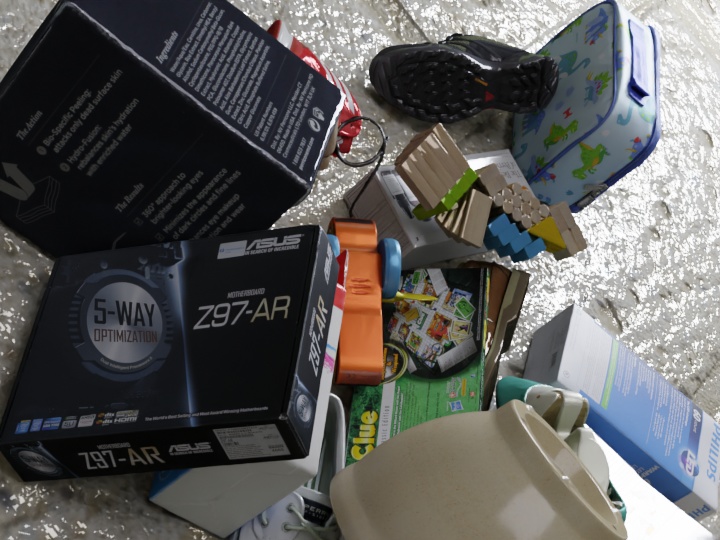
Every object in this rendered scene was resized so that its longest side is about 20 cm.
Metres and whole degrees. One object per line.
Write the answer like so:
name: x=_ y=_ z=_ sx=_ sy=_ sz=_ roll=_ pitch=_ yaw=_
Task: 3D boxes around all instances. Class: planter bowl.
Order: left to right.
planter bowl: x=0.094 y=0.174 z=0.975 sx=0.200 sy=0.135 sz=0.200 roll=47 pitch=11 yaw=-12

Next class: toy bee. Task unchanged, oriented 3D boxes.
toy bee: x=0.000 y=0.000 z=1.160 sx=0.130 sy=0.109 sz=0.202 roll=23 pitch=72 yaw=-3

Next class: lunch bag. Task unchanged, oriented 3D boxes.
lunch bag: x=0.228 y=-0.164 z=1.446 sx=0.082 sy=0.161 sz=0.201 roll=30 pitch=43 yaw=-23

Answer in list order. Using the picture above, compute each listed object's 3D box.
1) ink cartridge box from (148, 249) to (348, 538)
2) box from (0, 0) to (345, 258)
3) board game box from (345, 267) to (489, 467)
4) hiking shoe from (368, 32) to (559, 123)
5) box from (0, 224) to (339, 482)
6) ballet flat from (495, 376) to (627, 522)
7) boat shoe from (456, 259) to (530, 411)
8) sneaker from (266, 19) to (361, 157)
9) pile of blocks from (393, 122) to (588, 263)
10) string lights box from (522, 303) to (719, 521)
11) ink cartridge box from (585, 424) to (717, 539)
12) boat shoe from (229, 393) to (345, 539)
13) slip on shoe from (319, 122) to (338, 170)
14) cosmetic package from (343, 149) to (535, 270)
ink cartridge box: x=-0.074 y=0.070 z=1.019 sx=0.067 sy=0.116 sz=0.201 roll=31 pitch=43 yaw=-23
box: x=-0.150 y=-0.094 z=1.009 sx=0.199 sy=0.196 sz=0.118 roll=36 pitch=41 yaw=-16
board game box: x=0.047 y=0.080 z=1.149 sx=0.103 sy=0.024 sz=0.201 roll=0 pitch=48 yaw=10
hiking shoe: x=0.090 y=-0.190 z=1.417 sx=0.198 sy=0.077 sz=0.101 roll=1 pitch=20 yaw=-25
box: x=-0.120 y=0.052 z=0.937 sx=0.044 sy=0.198 sz=0.161 roll=67 pitch=24 yaw=-44
ballet flat: x=0.161 y=0.137 z=1.130 sx=0.067 sy=0.071 sz=0.201 roll=10 pitch=36 yaw=-23
boat shoe: x=0.086 y=0.071 z=1.215 sx=0.067 sy=0.072 sz=0.201 roll=17 pitch=43 yaw=9
sneaker: x=-0.051 y=-0.120 z=1.217 sx=0.115 sy=0.078 sz=0.201 roll=32 pitch=44 yaw=-19
pile of blocks: x=0.101 y=-0.047 z=1.247 sx=0.199 sy=0.062 sz=0.083 roll=28 pitch=67 yaw=-24
string lights box: x=0.239 y=0.134 z=1.310 sx=0.199 sy=0.059 sz=0.103 roll=39 pitch=41 yaw=-14
ink cartridge box: x=0.170 y=0.205 z=1.151 sx=0.176 sy=0.045 sz=0.199 roll=42 pitch=34 yaw=17
boat shoe: x=-0.047 y=0.171 z=1.006 sx=0.073 sy=0.067 sz=0.202 roll=24 pitch=47 yaw=-28
slip on shoe: x=-0.111 y=-0.113 z=1.105 sx=0.076 sy=0.197 sz=0.061 roll=-51 pitch=142 yaw=-67
cosmetic package: x=0.081 y=-0.057 z=1.313 sx=0.199 sy=0.051 sz=0.083 roll=-13 pitch=71 yaw=-47
